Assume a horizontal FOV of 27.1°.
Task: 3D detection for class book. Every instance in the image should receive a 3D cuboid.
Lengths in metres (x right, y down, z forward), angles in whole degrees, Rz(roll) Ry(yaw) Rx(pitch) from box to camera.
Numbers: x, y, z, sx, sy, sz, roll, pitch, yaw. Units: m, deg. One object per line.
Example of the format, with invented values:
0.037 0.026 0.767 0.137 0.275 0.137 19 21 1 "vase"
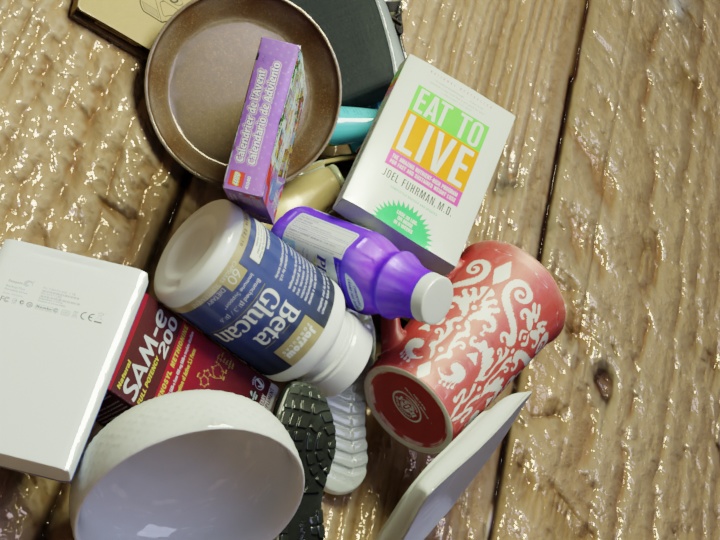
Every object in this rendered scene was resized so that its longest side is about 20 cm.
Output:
0.064 -0.107 1.504 0.133 0.048 0.201 31 57 -12 "book"

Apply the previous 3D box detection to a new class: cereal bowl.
-0.150 0.170 1.254 0.199 0.200 0.084 21 33 -37 "cereal bowl"

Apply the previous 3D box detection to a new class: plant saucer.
-0.118 -0.180 1.493 0.198 0.037 0.203 0 89 -14 "plant saucer"

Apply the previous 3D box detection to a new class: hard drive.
-0.269 0.071 1.240 0.131 0.025 0.201 13 54 4 "hard drive"
-0.035 -0.269 1.614 0.042 0.134 0.202 77 -7 -79 "hard drive"

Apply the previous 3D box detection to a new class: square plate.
0.073 0.217 1.454 0.028 0.201 0.198 39 41 13 "square plate"

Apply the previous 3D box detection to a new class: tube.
-0.016 -0.153 1.569 0.198 0.077 0.051 -5 108 -18 "tube"

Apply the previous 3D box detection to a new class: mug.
0.084 0.069 1.510 0.177 0.134 0.200 32 52 16 "mug"

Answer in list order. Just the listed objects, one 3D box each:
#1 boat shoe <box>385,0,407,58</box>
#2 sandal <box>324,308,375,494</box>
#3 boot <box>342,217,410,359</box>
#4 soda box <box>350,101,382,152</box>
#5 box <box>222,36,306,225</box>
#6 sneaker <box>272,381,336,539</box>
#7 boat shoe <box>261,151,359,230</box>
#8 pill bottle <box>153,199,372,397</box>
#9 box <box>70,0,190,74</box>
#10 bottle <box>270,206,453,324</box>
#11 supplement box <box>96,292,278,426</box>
0.016 -0.300 1.721 0.072 0.065 0.202 -11 80 -48 "boat shoe"
-0.032 0.121 1.492 0.082 0.050 0.205 9 78 -26 "sandal"
0.061 0.013 1.607 0.155 0.076 0.201 -32 97 -46 "boot"
0.041 -0.126 1.664 0.068 0.064 0.202 -20 85 -47 "soda box"
-0.086 -0.123 1.378 0.039 0.200 0.138 13 84 1 "box"
-0.080 0.201 1.361 0.075 0.087 0.202 18 71 -42 "sneaker"
-0.046 -0.085 1.549 0.200 0.076 0.072 -37 98 -47 "boat shoe"
-0.084 0.033 1.385 0.200 0.111 0.112 38 48 -29 "pill bottle"
-0.208 -0.303 1.532 0.163 0.021 0.202 28 53 -33 "box"
0.000 0.000 1.440 0.065 0.199 0.084 -43 136 -28 "bottle"
-0.176 0.104 1.343 0.199 0.061 0.110 37 49 -25 "supplement box"
